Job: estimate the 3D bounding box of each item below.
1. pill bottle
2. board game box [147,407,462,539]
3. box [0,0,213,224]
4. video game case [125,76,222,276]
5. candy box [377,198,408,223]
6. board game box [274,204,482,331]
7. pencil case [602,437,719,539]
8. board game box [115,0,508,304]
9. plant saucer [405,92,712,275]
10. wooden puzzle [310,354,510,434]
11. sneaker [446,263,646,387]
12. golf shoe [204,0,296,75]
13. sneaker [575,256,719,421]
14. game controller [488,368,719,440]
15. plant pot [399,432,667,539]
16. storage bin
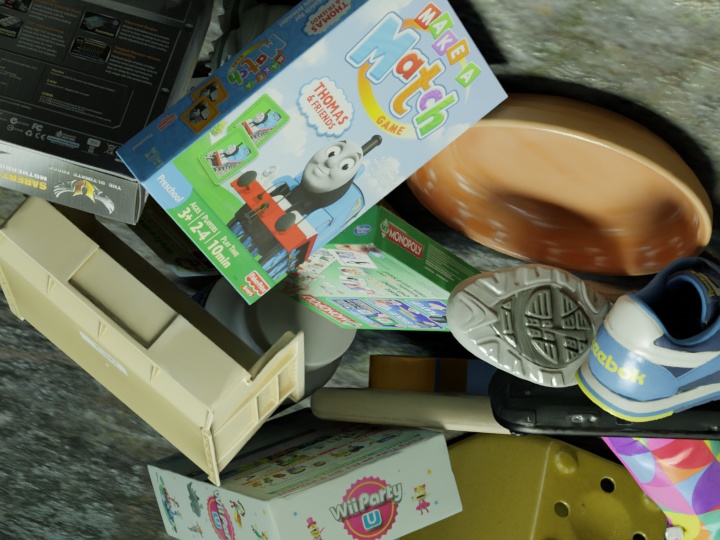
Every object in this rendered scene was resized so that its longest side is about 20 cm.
[{"bbox_3d":[-0.078,0.053,1.898,0.111,0.111,0.200,24,156,-17],"label":"pill bottle"},{"bbox_3d":[-0.043,0.156,1.833,0.147,0.064,0.200,-19,-169,-26],"label":"board game box"},{"bbox_3d":[-0.203,-0.127,1.501,0.200,0.159,0.048,16,147,1],"label":"box"},{"bbox_3d":[-0.107,-0.060,1.721,0.182,0.022,0.200,-2,145,36],"label":"video game case"},{"bbox_3d":[-0.071,-0.044,1.780,0.200,0.026,0.102,-1,147,36],"label":"candy box"},{"bbox_3d":[0.000,0.000,1.676,0.134,0.029,0.200,2,164,30],"label":"board game box"},{"bbox_3d":[0.225,0.126,1.834,0.088,0.088,0.200,-5,132,41],"label":"pencil case"},{"bbox_3d":[-0.024,-0.085,1.463,0.037,0.200,0.151,50,180,36],"label":"board game box"},{"bbox_3d":[0.126,-0.057,1.600,0.200,0.038,0.200,15,157,6],"label":"plant saucer"},{"bbox_3d":[0.087,0.085,1.877,0.185,0.046,0.200,3,-177,29],"label":"wooden puzzle"},{"bbox_3d":[0.132,0.038,1.674,0.200,0.078,0.099,8,178,-30],"label":"sneaker"},{"bbox_3d":[-0.017,-0.095,1.569,0.097,0.078,0.200,0,154,21],"label":"golf shoe"},{"bbox_3d":[0.228,0.033,1.612,0.074,0.200,0.082,40,133,36],"label":"sneaker"},{"bbox_3d":[0.186,0.087,1.701,0.199,0.042,0.104,2,-171,-2],"label":"game controller"},{"bbox_3d":[0.153,0.238,2.083,0.194,0.196,0.200,23,148,-15],"label":"plant pot"},{"bbox_3d":[-0.142,0.031,1.709,0.200,0.094,0.199,40,167,9],"label":"storage bin"}]
